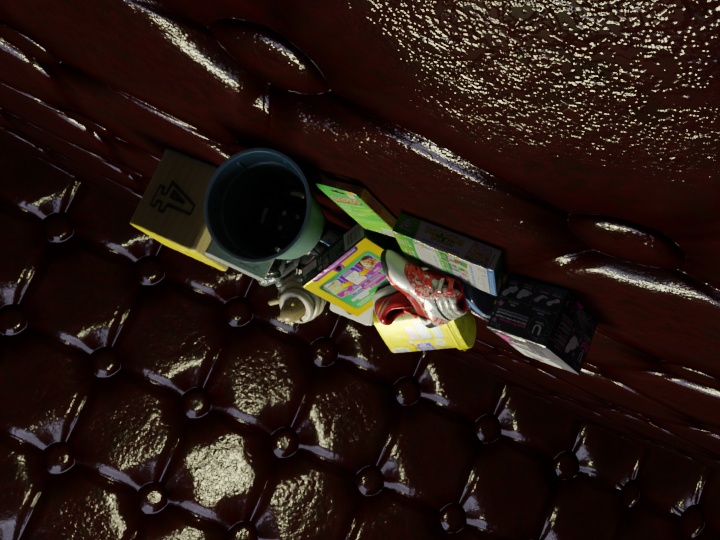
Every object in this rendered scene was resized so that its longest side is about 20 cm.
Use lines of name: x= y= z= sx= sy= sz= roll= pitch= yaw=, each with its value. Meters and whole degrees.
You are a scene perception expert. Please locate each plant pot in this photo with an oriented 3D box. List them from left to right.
plant pot: x=-0.161 y=-0.105 z=1.255 sx=0.198 sy=0.203 sz=0.196 roll=22 pitch=179 yaw=14

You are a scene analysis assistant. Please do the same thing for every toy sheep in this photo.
toy sheep: x=-0.148 y=0.064 z=1.702 sx=0.136 sy=0.201 sz=0.139 roll=12 pitch=128 yaw=15

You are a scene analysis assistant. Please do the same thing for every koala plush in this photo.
koala plush: x=-0.160 y=-0.044 z=1.807 sx=0.197 sy=0.187 sz=0.177 roll=-1 pitch=173 yaw=19

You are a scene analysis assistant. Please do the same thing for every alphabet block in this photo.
alphabet block: x=-0.394 y=-0.142 z=1.605 sx=0.194 sy=0.202 sz=0.195 roll=21 pitch=172 yaw=19

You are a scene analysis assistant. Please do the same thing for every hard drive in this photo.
hard drive: x=-0.217 y=-0.095 z=1.379 sx=0.131 sy=0.202 sz=0.027 roll=24 pitch=163 yaw=-1

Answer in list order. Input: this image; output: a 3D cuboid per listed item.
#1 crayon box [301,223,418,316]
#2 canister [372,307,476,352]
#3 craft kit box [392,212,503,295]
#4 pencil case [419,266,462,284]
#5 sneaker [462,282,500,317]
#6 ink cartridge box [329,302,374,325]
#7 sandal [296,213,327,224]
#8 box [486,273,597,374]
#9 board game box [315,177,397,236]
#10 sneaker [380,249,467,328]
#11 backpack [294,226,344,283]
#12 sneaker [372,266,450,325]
crayon box: x=0.000 y=0.000 z=1.447 sx=0.172 sy=0.059 sz=0.199 roll=30 pitch=128 yaw=-36
canister: x=0.142 y=0.116 z=1.509 sx=0.198 sy=0.087 sz=0.149 roll=-9 pitch=128 yaw=32
craft kit box: x=0.168 y=-0.026 z=1.246 sx=0.195 sy=0.049 sz=0.200 roll=20 pitch=171 yaw=16
pencil case: x=0.141 y=0.029 z=1.548 sx=0.198 sy=0.089 sz=0.088 roll=27 pitch=172 yaw=-2
sneaker: x=0.257 y=0.058 z=1.413 sx=0.082 sy=0.075 sz=0.200 roll=20 pitch=170 yaw=41
ink cartridge box: x=0.027 y=0.081 z=1.915 sx=0.145 sy=0.087 sz=0.199 roll=20 pitch=-165 yaw=28
sandal: x=-0.157 y=-0.125 z=1.467 sx=0.199 sy=0.082 sz=0.055 roll=19 pitch=154 yaw=43
box: x=0.351 y=0.107 z=1.285 sx=0.131 sy=0.116 sz=0.199 roll=17 pitch=168 yaw=40
board game box: x=0.003 y=-0.115 z=1.225 sx=0.095 sy=0.030 sz=0.200 roll=19 pitch=172 yaw=33
sneaker: x=0.132 y=0.022 z=1.323 sx=0.107 sy=0.068 sz=0.202 roll=-23 pitch=115 yaw=35
backpack: x=-0.035 y=-0.003 z=1.605 sx=0.199 sy=0.165 sz=0.153 roll=33 pitch=-145 yaw=15
sneaker: x=0.119 y=0.057 z=1.424 sx=0.199 sy=0.086 sz=0.077 roll=-31 pitch=145 yaw=23
